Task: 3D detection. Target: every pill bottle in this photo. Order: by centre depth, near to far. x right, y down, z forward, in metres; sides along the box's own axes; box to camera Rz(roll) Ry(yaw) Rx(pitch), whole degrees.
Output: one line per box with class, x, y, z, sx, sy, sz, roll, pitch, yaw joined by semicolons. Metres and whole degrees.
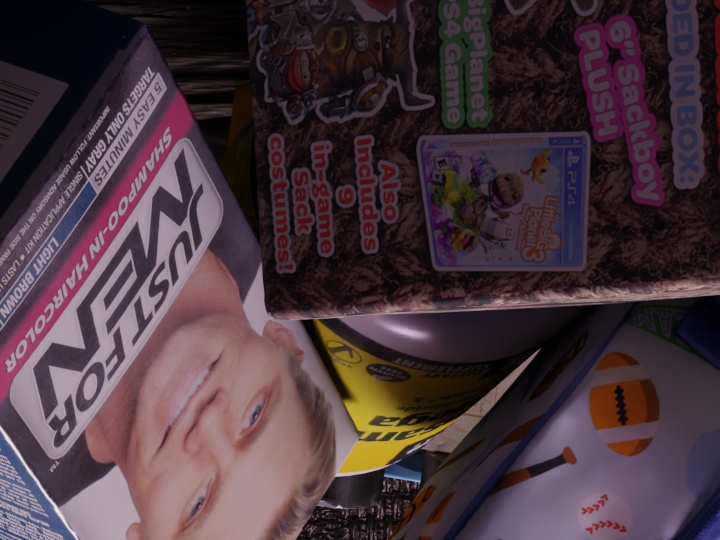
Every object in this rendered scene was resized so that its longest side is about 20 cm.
pill bottle;0.000;0.000;0.919;0.112;0.113;0.200;-3;163;-19

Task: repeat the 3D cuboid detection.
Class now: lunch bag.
lunch bag;0.082;0.047;0.853;0.160;0.075;0.200;-51;180;34

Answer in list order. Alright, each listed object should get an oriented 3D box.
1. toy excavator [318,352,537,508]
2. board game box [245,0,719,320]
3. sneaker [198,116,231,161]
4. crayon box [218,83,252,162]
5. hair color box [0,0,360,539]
toy excavator;0.076;0.044;1.148;0.194;0.100;0.200;8;-176;19
board game box;0.100;-0.045;0.654;0.199;0.097;0.159;-5;178;36
sneaker;0.000;-0.006;1.197;0.200;0.080;0.071;14;-149;-20
crayon box;0.038;-0.037;1.082;0.200;0.051;0.127;14;169;-33
hair color box;-0.072;0.023;0.787;0.060;0.100;0.200;20;155;29
